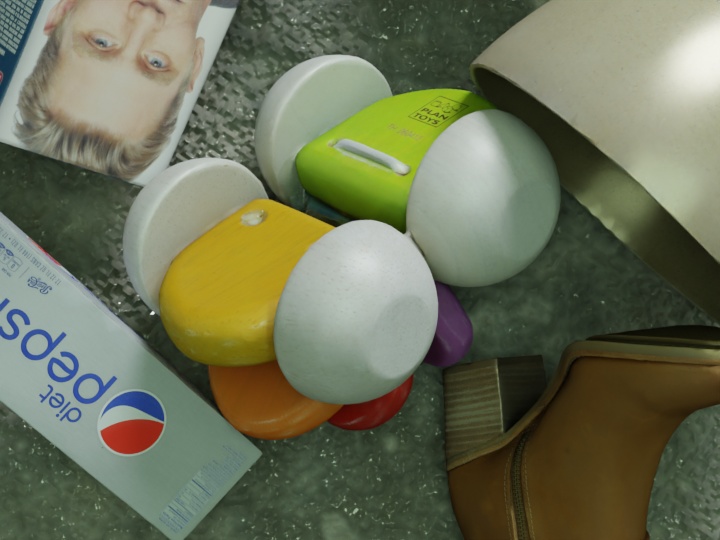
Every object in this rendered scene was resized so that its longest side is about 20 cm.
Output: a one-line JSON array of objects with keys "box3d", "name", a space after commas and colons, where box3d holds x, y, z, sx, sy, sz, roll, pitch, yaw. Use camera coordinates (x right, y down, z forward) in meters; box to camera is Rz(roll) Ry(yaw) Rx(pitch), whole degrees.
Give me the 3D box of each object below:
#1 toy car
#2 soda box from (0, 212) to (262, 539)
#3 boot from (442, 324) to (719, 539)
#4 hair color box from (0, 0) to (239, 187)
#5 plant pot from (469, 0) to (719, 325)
[{"box3d": [0.000, 0.000, 0.758, 0.200, 0.175, 0.150, -42, 131, -22], "name": "toy car"}, {"box3d": [-0.141, 0.041, 0.741, 0.063, 0.068, 0.200, -47, 118, -5], "name": "soda box"}, {"box3d": [0.118, 0.110, 0.740, 0.077, 0.200, 0.156, -2, 80, -46], "name": "boot"}, {"box3d": [-0.110, -0.149, 0.753, 0.100, 0.060, 0.201, 16, 103, -38], "name": "hair color box"}, {"box3d": [0.168, -0.075, 0.730, 0.200, 0.200, 0.135, 43, 91, 0], "name": "plant pot"}]
